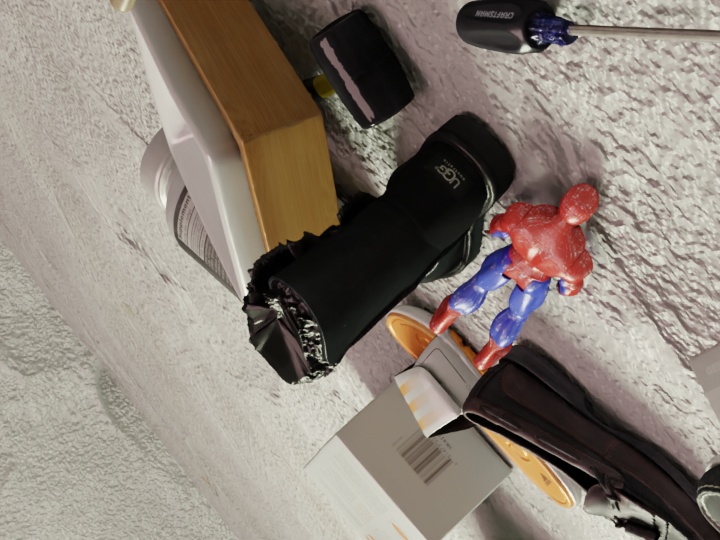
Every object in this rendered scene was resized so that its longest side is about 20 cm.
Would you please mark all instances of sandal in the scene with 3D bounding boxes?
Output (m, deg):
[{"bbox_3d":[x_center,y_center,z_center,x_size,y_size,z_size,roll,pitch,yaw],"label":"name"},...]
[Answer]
[{"bbox_3d":[0.081,0.112,1.036,0.207,0.059,0.079,47,162,13],"label":"sandal"}]

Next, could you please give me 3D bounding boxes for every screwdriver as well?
[{"bbox_3d":[0.101,-0.104,0.603,0.028,0.029,0.200,59,166,-26],"label":"screwdriver"}]

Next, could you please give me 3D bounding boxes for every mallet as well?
[{"bbox_3d":[-0.017,-0.111,0.879,0.066,0.041,0.200,55,166,-3],"label":"mallet"}]

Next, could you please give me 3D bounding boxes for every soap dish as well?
[{"bbox_3d":[-0.079,-0.090,0.900,0.158,0.081,0.200,80,164,-46],"label":"soap dish"}]

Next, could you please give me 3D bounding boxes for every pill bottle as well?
[{"bbox_3d":[-0.078,-0.038,1.040,0.200,0.111,0.111,40,159,30],"label":"pill bottle"}]

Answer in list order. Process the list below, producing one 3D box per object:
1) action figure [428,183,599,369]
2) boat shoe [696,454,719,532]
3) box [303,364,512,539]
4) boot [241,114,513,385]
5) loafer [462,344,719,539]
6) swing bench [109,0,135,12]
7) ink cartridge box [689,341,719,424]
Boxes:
[{"bbox_3d":[0.095,-0.001,0.800,0.065,0.052,0.200,43,157,5],"label":"action figure"},{"bbox_3d":[0.248,0.161,0.727,0.200,0.060,0.076,24,148,54],"label":"boat shoe"},{"bbox_3d":[0.036,0.177,1.210,0.124,0.097,0.200,48,161,5],"label":"box"},{"bbox_3d":[0.000,0.000,0.834,0.076,0.168,0.200,48,163,6],"label":"boot"},{"bbox_3d":[0.152,0.134,0.900,0.200,0.063,0.072,42,161,26],"label":"loafer"},{"bbox_3d":[-0.133,-0.278,0.684,0.199,0.130,0.200,47,157,12],"label":"swing bench"},{"bbox_3d":[0.248,0.099,0.598,0.161,0.050,0.201,-43,67,57],"label":"ink cartridge box"}]
